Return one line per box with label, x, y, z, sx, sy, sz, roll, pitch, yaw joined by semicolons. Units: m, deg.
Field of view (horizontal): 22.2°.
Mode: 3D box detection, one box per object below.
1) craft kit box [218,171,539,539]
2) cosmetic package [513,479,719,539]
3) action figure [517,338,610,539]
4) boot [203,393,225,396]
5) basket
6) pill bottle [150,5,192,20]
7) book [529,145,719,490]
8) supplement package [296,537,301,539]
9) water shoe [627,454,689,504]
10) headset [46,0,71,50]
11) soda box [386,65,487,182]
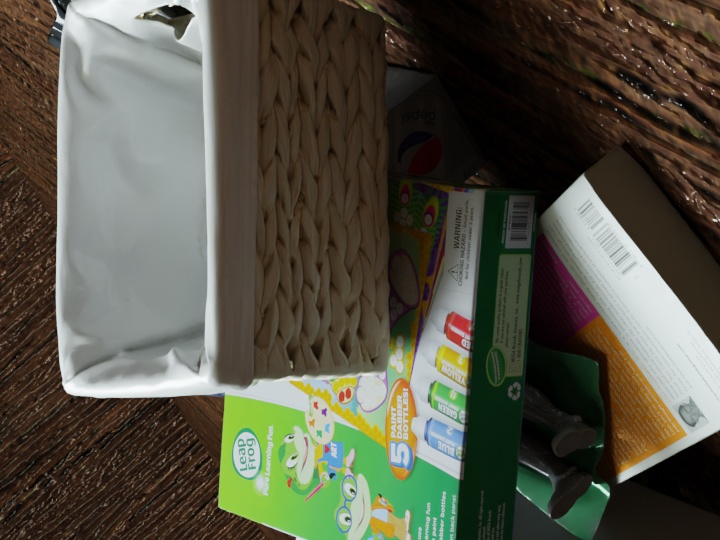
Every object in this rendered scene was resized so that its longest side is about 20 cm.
craft kit box;0.004;0.047;0.956;0.197;0.048;0.202;11;99;52
cosmetic package;0.149;0.182;0.991;0.199;0.107;0.091;21;134;26
action figure;0.047;0.057;0.988;0.199;0.054;0.119;33;134;41
boot;-0.076;-0.017;1.175;0.090;0.202;0.072;9;-177;39
basket;-0.065;-0.039;0.907;0.135;0.123;0.202;-6;83;48
pill bottle;-0.080;-0.187;0.955;0.114;0.114;0.200;52;168;0
book;0.124;0.032;0.922;0.134;0.048;0.200;52;158;5
supplement package;0.033;0.146;1.141;0.109;0.113;0.202;40;135;51
water shoe;0.144;0.087;1.056;0.078;0.072;0.201;-12;114;43
headset;-0.137;-0.202;1.159;0.093;0.124;0.200;29;153;-11
soda box;-0.006;-0.080;1.090;0.064;0.068;0.200;57;167;-22
